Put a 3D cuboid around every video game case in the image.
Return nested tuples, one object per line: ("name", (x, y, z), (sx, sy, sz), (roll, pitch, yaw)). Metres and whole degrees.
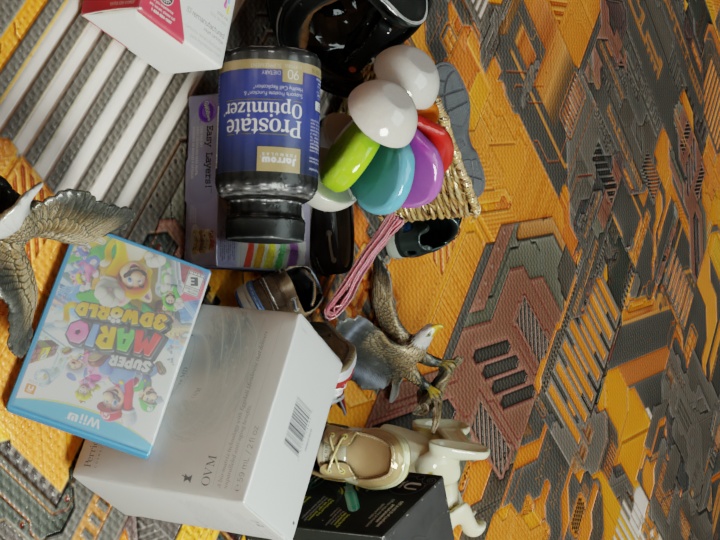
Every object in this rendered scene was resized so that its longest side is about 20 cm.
("video game case", (-0.241, 0.066, 1.389), (0.142, 0.018, 0.201), (20, 66, -9))

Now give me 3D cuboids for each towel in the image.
("towel", (0.000, 0.000, 1.707), (0.144, 0.023, 0.200), (-56, 180, -4))

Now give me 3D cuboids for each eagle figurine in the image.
("eagle figurine", (-0.300, -0.031, 1.276), (0.200, 0.151, 0.152), (49, 29, -39))
("eagle figurine", (0.044, 0.092, 1.860), (0.200, 0.151, 0.152), (38, 9, -17))

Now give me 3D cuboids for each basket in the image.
("basket", (0.080, -0.175, 1.856), (0.201, 0.148, 0.143), (65, 32, -35))

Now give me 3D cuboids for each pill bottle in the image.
("pill bottle", (-0.099, -0.131, 1.527), (0.112, 0.111, 0.202), (7, 83, -57))

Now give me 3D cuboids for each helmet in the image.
("helmet", (-0.013, -0.320, 1.682), (0.191, 0.199, 0.201), (-81, 152, -51))

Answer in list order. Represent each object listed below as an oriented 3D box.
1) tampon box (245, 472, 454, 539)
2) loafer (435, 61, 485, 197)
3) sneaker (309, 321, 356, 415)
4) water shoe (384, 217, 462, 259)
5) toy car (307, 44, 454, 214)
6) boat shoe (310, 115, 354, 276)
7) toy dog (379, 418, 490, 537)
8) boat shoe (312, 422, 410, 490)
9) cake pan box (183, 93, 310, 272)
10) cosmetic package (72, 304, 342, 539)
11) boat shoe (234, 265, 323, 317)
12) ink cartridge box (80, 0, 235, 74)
("tampon box", (-0.009, 0.321, 1.675), (0.150, 0.199, 0.127), (-35, 119, -52))
("loafer", (0.121, -0.195, 2.030), (0.072, 0.063, 0.201), (-21, 103, -25))
("sneaker", (-0.044, 0.136, 1.671), (0.200, 0.071, 0.113), (-126, -147, -76))
("water shoe", (0.108, -0.055, 1.975), (0.200, 0.078, 0.072), (-30, 115, -54))
("toy car", (0.031, -0.138, 1.606), (0.150, 0.175, 0.200), (39, 38, -7))
("boat shoe", (-0.034, -0.093, 1.766), (0.074, 0.060, 0.202), (18, 75, -55))
("toy dog", (0.072, 0.307, 1.853), (0.193, 0.139, 0.202), (3, 100, -21))
("boat shoe", (-0.024, 0.215, 1.659), (0.066, 0.199, 0.075), (9, 81, -40))
("cake pan box", (-0.125, -0.098, 1.633), (0.184, 0.052, 0.202), (8, 83, -59))
("cosmetic package", (-0.151, 0.147, 1.439), (0.123, 0.199, 0.201), (53, 47, -54))
("boat shoe", (-0.079, 0.034, 1.627), (0.073, 0.072, 0.200), (63, 8, 3))
("ink cartridge box", (-0.197, -0.326, 1.487), (0.147, 0.085, 0.201), (30, 66, -54))
